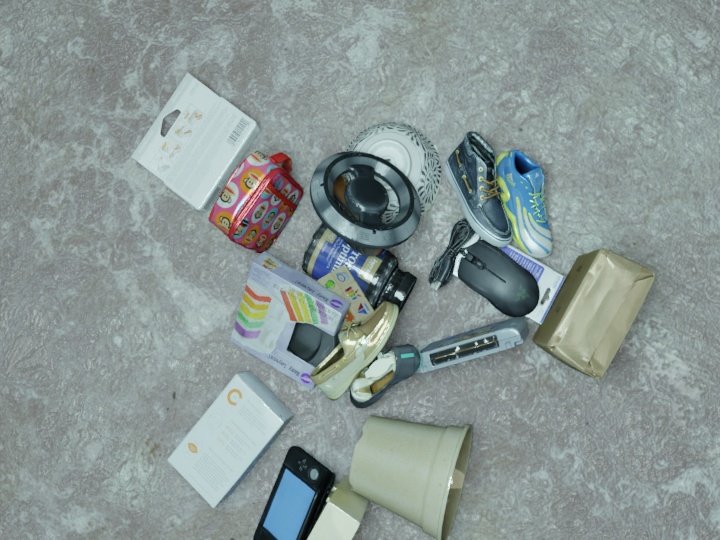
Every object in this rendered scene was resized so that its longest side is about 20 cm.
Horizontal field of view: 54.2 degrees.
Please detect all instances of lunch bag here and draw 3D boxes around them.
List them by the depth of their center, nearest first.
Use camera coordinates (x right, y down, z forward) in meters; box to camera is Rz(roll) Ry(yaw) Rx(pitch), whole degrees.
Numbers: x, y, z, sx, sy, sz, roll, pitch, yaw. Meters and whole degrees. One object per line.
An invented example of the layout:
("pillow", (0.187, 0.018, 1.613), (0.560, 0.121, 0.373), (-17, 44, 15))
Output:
("lunch bag", (-0.177, -0.129, 1.265), (0.081, 0.200, 0.178), (35, 91, 12))

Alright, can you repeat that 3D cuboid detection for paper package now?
("paper package", (0.386, 0.070, 1.184), (0.102, 0.200, 0.194), (30, 90, 8))

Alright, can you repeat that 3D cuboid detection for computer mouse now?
("computer mouse", (0.227, 0.010, 1.244), (0.197, 0.053, 0.141), (31, 90, 8))

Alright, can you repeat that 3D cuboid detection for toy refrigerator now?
("toy refrigerator", (-0.035, 0.419, 1.208), (0.069, 0.200, 0.077), (31, 90, 8))

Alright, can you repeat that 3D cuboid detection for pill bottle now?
("pill bottle", (0.000, 0.000, 1.278), (0.197, 0.112, 0.114), (30, 90, 8))

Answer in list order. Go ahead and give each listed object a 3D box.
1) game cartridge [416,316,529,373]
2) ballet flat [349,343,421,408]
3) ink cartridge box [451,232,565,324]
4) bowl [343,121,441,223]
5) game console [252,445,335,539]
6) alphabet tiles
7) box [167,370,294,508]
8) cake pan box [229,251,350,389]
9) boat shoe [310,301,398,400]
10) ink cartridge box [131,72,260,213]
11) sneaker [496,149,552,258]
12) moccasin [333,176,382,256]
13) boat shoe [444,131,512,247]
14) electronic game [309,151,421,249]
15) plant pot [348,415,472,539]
("game cartridge", (0.193, 0.128, 1.228), (0.195, 0.133, 0.043), (-20, 93, 20))
("ballet flat", (0.023, 0.184, 1.221), (0.199, 0.072, 0.074), (-40, 80, 40))
("ink cartridge box", (0.263, 0.007, 1.285), (0.197, 0.039, 0.101), (31, 90, 9))
("bowl", (0.051, -0.186, 1.295), (0.194, 0.094, 0.208), (-1, 85, 7))
("game console", (-0.131, 0.431, 1.225), (0.174, 0.115, 0.205), (24, 91, 40))
("alphabet tiles", (-0.035, 0.109, 1.273), (0.165, 0.008, 0.203), (-28, 99, 31))
("box", (-0.234, 0.305, 1.291), (0.124, 0.097, 0.201), (41, 92, 8))
("cake pan box", (-0.128, 0.095, 1.275), (0.197, 0.052, 0.187), (30, 123, 9))
("boat shoe", (-0.011, 0.129, 1.199), (0.066, 0.074, 0.202), (35, 98, -15))
("ink cartridge box", (-0.317, -0.247, 1.366), (0.174, 0.045, 0.202), (35, 90, 7))
("sneaker", (0.295, -0.122, 1.251), (0.074, 0.105, 0.204), (-25, 83, -15))
("moccasin", (-0.012, -0.101, 1.246), (0.076, 0.075, 0.202), (-12, 41, -27))
("boat shoe", (0.219, -0.145, 1.247), (0.069, 0.091, 0.204), (-16, 66, -31))
("electronic game", (0.010, -0.121, 1.179), (0.194, 0.042, 0.205), (11, 52, -14))
("plant pot", (0.083, 0.343, 1.217), (0.178, 0.200, 0.207), (12, 87, 18))
